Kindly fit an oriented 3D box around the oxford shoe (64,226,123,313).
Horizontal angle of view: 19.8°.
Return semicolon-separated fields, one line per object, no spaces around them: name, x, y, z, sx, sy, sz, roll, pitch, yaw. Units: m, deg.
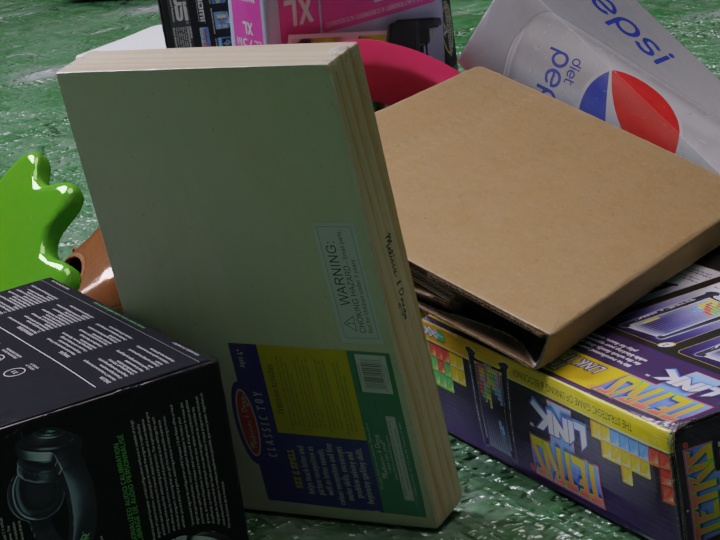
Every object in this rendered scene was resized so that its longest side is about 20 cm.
oxford shoe;-0.136;-0.013;1.190;0.071;0.072;0.200;-13;17;3

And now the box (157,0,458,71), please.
box;-0.024;-0.095;1.170;0.160;0.202;0.049;-5;18;15

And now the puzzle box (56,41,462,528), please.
puzzle box;-0.040;0.008;0.825;0.132;0.202;0.025;2;27;32

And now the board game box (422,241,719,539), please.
board game box;0.144;0.044;0.868;0.164;0.057;0.200;-17;18;-22

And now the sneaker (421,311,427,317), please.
sneaker;0.000;0.000;1.041;0.199;0.084;0.074;-20;20;-32

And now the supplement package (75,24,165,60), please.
supplement package;-0.072;-0.104;1.380;0.198;0.118;0.117;0;18;25

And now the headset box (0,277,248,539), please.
headset box;-0.172;0.086;0.815;0.199;0.094;0.174;-17;18;-27

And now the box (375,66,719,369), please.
box;0.065;-0.031;0.923;0.163;0.021;0.200;28;32;25

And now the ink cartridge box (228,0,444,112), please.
ink cartridge box;-0.007;-0.071;1.088;0.119;0.202;0.042;-19;28;-35

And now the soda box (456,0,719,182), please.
soda box;0.145;-0.069;1.032;0.200;0.064;0.068;47;41;16

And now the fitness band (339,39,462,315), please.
fitness band;0.049;-0.035;1.007;0.199;0.038;0.144;37;37;3

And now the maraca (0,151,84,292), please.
maraca;-0.207;0.019;0.989;0.199;0.138;0.107;-23;-33;30
